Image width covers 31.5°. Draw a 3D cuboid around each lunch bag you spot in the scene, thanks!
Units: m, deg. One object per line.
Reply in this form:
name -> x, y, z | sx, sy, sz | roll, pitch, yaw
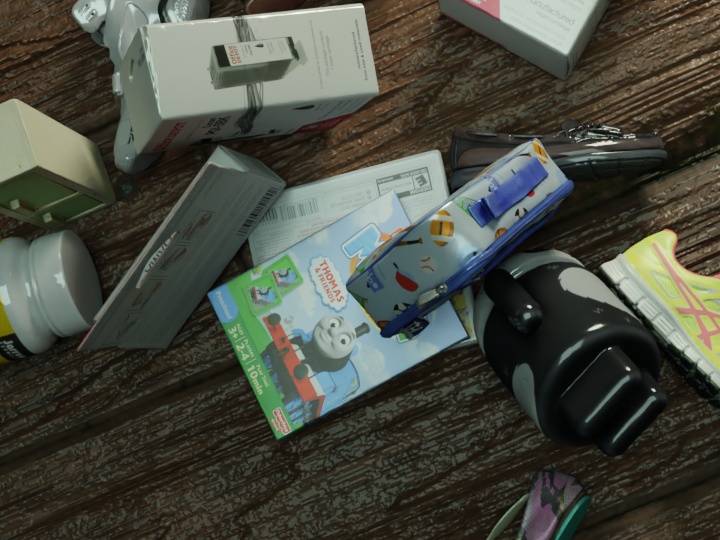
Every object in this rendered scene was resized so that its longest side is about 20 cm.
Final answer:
lunch bag -> 0.086, -0.027, 1.062 | 0.076, 0.200, 0.160 | 52, 134, 0

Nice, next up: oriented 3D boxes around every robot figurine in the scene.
robot figurine -> 0.176, 0.065, 1.084 | 0.123, 0.200, 0.152 | -17, 126, -14

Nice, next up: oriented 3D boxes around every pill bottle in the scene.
pill bottle -> -0.353, 0.034, 1.203 | 0.197, 0.114, 0.116 | -16, 82, 7

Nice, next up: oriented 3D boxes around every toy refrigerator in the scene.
toy refrigerator -> -0.295, -0.089, 1.162 | 0.075, 0.200, 0.071 | -22, 82, 5

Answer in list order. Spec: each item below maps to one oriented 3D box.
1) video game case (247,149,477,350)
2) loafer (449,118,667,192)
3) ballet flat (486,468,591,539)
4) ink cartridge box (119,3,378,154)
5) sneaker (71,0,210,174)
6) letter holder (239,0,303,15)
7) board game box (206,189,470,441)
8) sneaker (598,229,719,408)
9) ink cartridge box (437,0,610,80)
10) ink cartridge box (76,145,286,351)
video game case -> 0.000, 0.000, 1.199 | 0.197, 0.023, 0.185 | -14, 83, 6
loafer -> 0.176, -0.113, 1.160 | 0.196, 0.072, 0.064 | -7, 79, 11
ballet flat -> 0.136, 0.270, 1.136 | 0.070, 0.069, 0.202 | 23, 84, 28
ink cartridge box -> -0.102, -0.167, 1.131 | 0.197, 0.147, 0.084 | -10, 87, -19
sneaker -> -0.224, -0.198, 1.228 | 0.113, 0.075, 0.203 | 16, 82, 10
letter holder -> -0.054, -0.338, 1.178 | 0.199, 0.142, 0.101 | -37, 80, 3
board game box -> -0.021, 0.041, 1.168 | 0.198, 0.037, 0.153 | -29, 81, 4
sneaker -> 0.305, 0.046, 1.121 | 0.090, 0.078, 0.200 | -41, 82, -4
ink cartridge box -> 0.177, -0.303, 1.169 | 0.144, 0.085, 0.202 | 29, 88, 10
ink cartridge box -> -0.167, -0.019, 1.134 | 0.045, 0.176, 0.201 | 39, 99, 16
